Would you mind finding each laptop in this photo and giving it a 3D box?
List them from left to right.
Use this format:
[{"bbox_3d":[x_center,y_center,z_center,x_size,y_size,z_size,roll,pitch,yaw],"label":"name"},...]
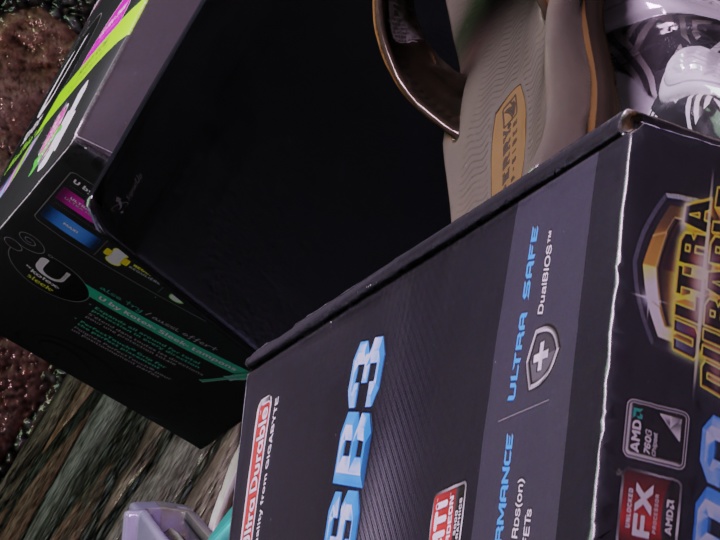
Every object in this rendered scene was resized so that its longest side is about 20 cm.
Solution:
[{"bbox_3d":[0.000,0.000,0.821,0.200,0.103,0.177,93,-161,-51],"label":"laptop"}]

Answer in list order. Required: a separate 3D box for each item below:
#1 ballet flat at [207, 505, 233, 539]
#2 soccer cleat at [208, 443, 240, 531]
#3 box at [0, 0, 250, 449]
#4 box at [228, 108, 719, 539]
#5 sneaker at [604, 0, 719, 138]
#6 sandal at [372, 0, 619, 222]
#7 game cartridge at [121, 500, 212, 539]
[{"bbox_3d":[0.002,0.069,0.901,0.073,0.073,0.200,-54,2,19],"label":"ballet flat"},{"bbox_3d":[-0.001,0.041,1.028,0.200,0.069,0.078,-65,-8,0],"label":"soccer cleat"},{"bbox_3d":[-0.048,-0.045,0.968,0.149,0.124,0.200,-65,12,-25],"label":"box"},{"bbox_3d":[0.019,0.092,0.553,0.198,0.050,0.200,149,132,-62],"label":"box"},{"bbox_3d":[0.086,-0.005,0.703,0.200,0.075,0.115,-116,44,-66],"label":"sneaker"},{"bbox_3d":[0.030,-0.067,0.727,0.200,0.055,0.082,-85,20,-45],"label":"sandal"},{"bbox_3d":[-0.071,0.156,0.964,0.200,0.038,0.130,-177,96,-81],"label":"game cartridge"}]
